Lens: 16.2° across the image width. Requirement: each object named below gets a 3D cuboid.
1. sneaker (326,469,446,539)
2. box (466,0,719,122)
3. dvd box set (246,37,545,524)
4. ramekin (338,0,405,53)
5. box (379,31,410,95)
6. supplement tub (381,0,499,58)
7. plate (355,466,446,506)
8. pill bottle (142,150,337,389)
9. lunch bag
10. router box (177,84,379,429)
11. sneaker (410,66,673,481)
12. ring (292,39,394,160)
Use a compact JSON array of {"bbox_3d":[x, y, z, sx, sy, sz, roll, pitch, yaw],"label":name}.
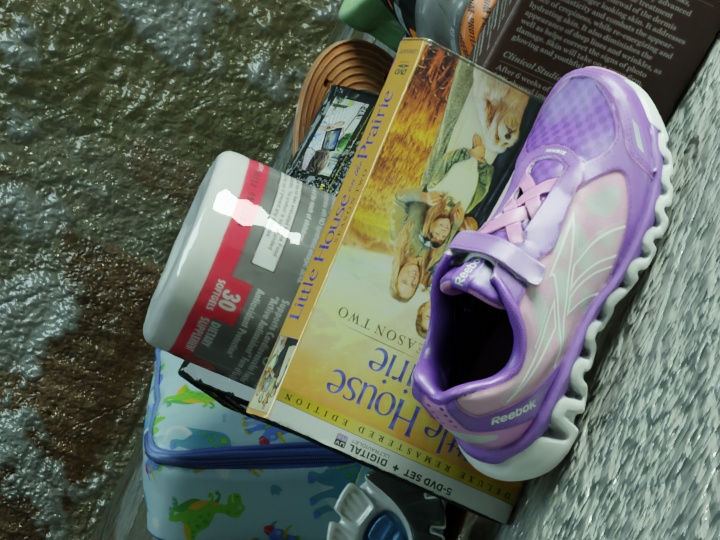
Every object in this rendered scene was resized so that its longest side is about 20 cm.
[{"bbox_3d":[0.005,0.202,1.297,0.087,0.075,0.200,38,-108,-73],"label":"sneaker"},{"bbox_3d":[0.122,-0.128,1.294,0.075,0.100,0.200,-78,14,-57],"label":"box"},{"bbox_3d":[0.046,0.006,1.242,0.029,0.146,0.200,9,74,65],"label":"dvd box set"},{"bbox_3d":[0.085,-0.216,1.699,0.200,0.098,0.200,-49,9,11],"label":"ramekin"},{"bbox_3d":[0.038,-0.040,1.587,0.143,0.036,0.200,42,-116,-56],"label":"box"},{"bbox_3d":[0.064,-0.185,1.435,0.200,0.122,0.123,54,126,45],"label":"supplement tub"},{"bbox_3d":[0.013,0.146,1.448,0.200,0.026,0.200,-162,90,-80],"label":"plate"},{"bbox_3d":[-0.003,0.025,1.319,0.111,0.200,0.111,-157,90,-83],"label":"pill bottle"},{"bbox_3d":[-0.057,0.104,1.627,0.200,0.161,0.083,-88,-2,-70],"label":"lunch bag"},{"bbox_3d":[0.000,0.000,1.452,0.149,0.051,0.200,18,76,45],"label":"router box"},{"bbox_3d":[0.079,-0.005,1.182,0.080,0.088,0.200,15,82,42],"label":"sneaker"},{"bbox_3d":[0.005,-0.054,1.688,0.019,0.200,0.200,-8,45,30],"label":"ring"}]
